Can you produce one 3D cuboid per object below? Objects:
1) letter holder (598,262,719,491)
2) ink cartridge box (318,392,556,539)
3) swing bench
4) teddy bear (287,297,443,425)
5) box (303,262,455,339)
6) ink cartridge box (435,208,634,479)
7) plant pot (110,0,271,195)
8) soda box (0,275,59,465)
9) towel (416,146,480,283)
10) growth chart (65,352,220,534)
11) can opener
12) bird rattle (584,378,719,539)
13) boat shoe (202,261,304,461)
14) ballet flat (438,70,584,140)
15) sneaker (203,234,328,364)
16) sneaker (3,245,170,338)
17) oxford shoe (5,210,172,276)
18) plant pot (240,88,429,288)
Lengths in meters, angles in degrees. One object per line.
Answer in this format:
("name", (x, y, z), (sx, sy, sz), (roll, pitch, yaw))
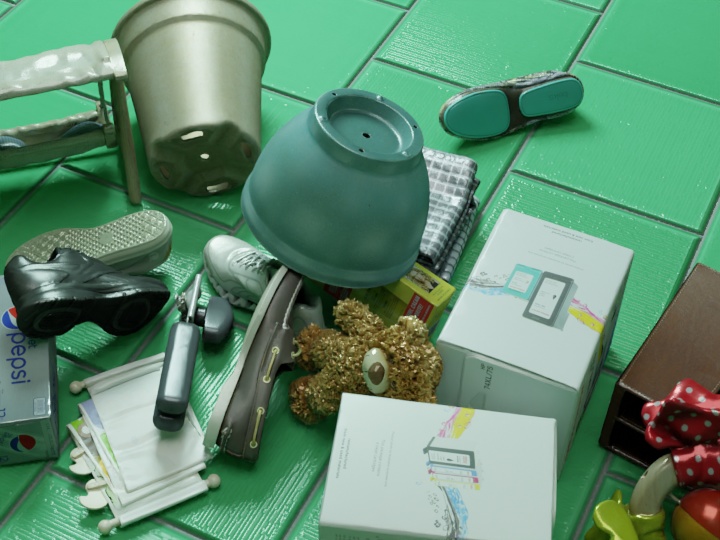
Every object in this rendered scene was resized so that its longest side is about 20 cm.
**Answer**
("letter holder", (0.353, 0.113, 1.322), (0.141, 0.101, 0.200), (28, 51, 21))
("ink cartridge box", (0.070, 0.219, 1.175), (0.197, 0.148, 0.146), (7, 45, 4))
("swing bench", (-0.364, -0.171, 1.502), (0.197, 0.201, 0.130), (-11, 47, -13))
("teddy bear", (-0.009, 0.098, 1.274), (0.066, 0.146, 0.199), (23, -2, -37))
("box", (0.000, 0.000, 1.407), (0.199, 0.076, 0.050), (35, 35, 12))
("ink cartridge box", (0.170, 0.073, 1.322), (0.145, 0.148, 0.201), (19, 49, 15))
("plant pot", (-0.194, -0.200, 1.562), (0.198, 0.201, 0.185), (-6, 57, -7))
("soda box", (-0.343, 0.096, 1.336), (0.063, 0.069, 0.201), (-7, 46, -8))
("towel", (0.030, -0.074, 1.503), (0.198, 0.086, 0.166), (16, 48, 13))
("growth chart", (-0.223, 0.165, 1.309), (0.143, 0.018, 0.201), (-14, 48, -14))
("can opener", (-0.173, 0.081, 1.349), (0.066, 0.053, 0.201), (13, 39, -3))
("bird rattle", (0.299, 0.211, 1.200), (0.162, 0.113, 0.201), (37, 83, -2))
("boat shoe", (-0.094, 0.091, 1.308), (0.059, 0.072, 0.202), (22, 72, -1))
("ballet flat", (0.184, -0.210, 1.664), (0.198, 0.073, 0.072), (-13, 47, -15))
("sneaker", (-0.101, 0.012, 1.419), (0.075, 0.082, 0.200), (-32, 53, -26))
("sneaker", (-0.280, 0.015, 1.360), (0.199, 0.076, 0.091), (5, 44, -53))
("oxford shoe", (-0.298, -0.014, 1.458), (0.198, 0.058, 0.076), (-13, 52, 6))
("plant pot", (-0.010, -0.100, 1.349), (0.198, 0.135, 0.201), (15, 38, -12))
